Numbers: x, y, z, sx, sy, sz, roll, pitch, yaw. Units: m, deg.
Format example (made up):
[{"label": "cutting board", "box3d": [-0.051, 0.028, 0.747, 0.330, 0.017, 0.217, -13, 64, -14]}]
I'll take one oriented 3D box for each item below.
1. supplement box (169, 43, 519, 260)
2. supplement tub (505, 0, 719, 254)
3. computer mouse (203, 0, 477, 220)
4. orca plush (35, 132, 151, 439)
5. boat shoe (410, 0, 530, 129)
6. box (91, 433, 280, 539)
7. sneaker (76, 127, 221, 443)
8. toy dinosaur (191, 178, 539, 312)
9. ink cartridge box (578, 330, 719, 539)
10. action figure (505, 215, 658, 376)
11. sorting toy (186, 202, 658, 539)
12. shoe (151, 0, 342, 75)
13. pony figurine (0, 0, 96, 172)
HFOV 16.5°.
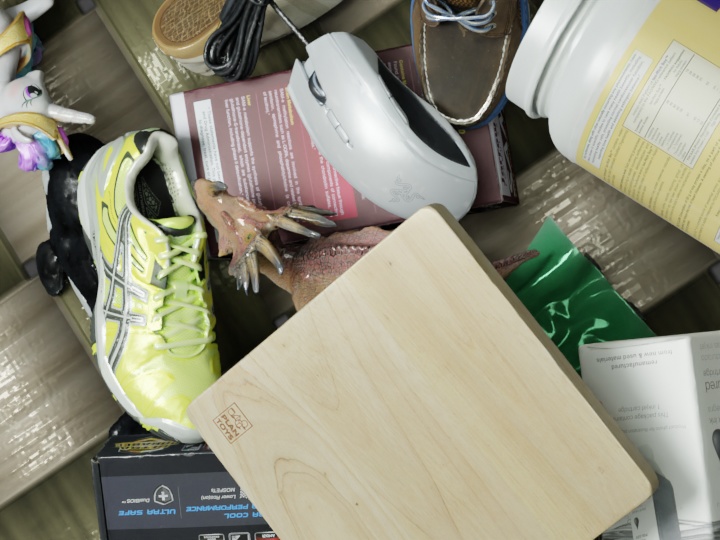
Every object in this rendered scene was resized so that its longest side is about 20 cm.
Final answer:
[{"label": "supplement box", "box3d": [-0.010, -0.076, 1.551, 0.200, 0.061, 0.109, -10, 87, 15]}, {"label": "supplement tub", "box3d": [0.201, -0.100, 1.456, 0.200, 0.145, 0.145, 33, 96, 12]}, {"label": "computer mouse", "box3d": [-0.011, -0.102, 1.482, 0.200, 0.044, 0.110, 46, 129, 9]}, {"label": "orca plush", "box3d": [-0.166, 0.008, 1.583, 0.105, 0.071, 0.200, -5, 88, 14]}, {"label": "boat shoe", "box3d": [0.060, -0.173, 1.446, 0.072, 0.072, 0.200, 8, 111, 12]}, {"label": "box", "box3d": [-0.054, 0.197, 1.527, 0.200, 0.050, 0.199, -3, 103, 9]}, {"label": "sneaker", "box3d": [-0.125, 0.008, 1.512, 0.075, 0.076, 0.200, -10, 74, -29]}, {"label": "toy dinosaur", "box3d": [0.000, 0.000, 1.476, 0.200, 0.136, 0.086, -4, 50, 15]}, {"label": "ink cartridge box", "box3d": [0.209, 0.135, 1.439, 0.085, 0.146, 0.200, -8, 88, 43]}, {"label": "action figure", "box3d": [0.082, 0.075, 1.528, 0.200, 0.055, 0.118, -41, 81, 9]}, {"label": "sorting toy", "box3d": [0.040, 0.094, 1.413, 0.199, 0.070, 0.200, -40, 84, 22]}, {"label": "shoe", "box3d": [-0.040, -0.193, 1.572, 0.200, 0.053, 0.070, -35, 48, 7]}, {"label": "pony figurine", "box3d": [-0.275, -0.136, 1.588, 0.193, 0.167, 0.200, -17, 69, 5]}]
